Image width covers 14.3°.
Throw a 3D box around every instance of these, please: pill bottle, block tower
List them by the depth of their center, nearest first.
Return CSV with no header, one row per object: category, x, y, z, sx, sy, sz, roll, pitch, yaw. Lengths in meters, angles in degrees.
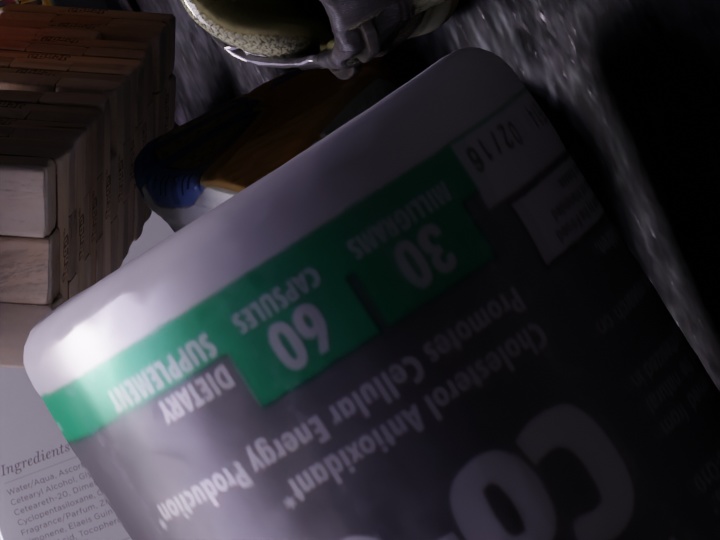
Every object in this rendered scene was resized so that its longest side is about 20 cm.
pill bottle,0.032,0.068,0.565,0.200,0.113,0.113,57,169,-3
block tower,-0.092,-0.026,0.790,0.200,0.058,0.054,-67,-21,-72

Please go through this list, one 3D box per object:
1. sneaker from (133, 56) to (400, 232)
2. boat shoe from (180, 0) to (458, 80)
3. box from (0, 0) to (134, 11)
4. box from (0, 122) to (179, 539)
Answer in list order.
sneaker,0.000,0.000,0.725,0.088,0.075,0.200,63,173,-18
boat shoe,-0.012,-0.077,0.631,0.072,0.066,0.201,66,168,-7
box,-0.195,-0.132,1.098,0.200,0.159,0.046,62,167,17
box,-0.079,0.053,1.007,0.124,0.097,0.200,42,-152,-83
